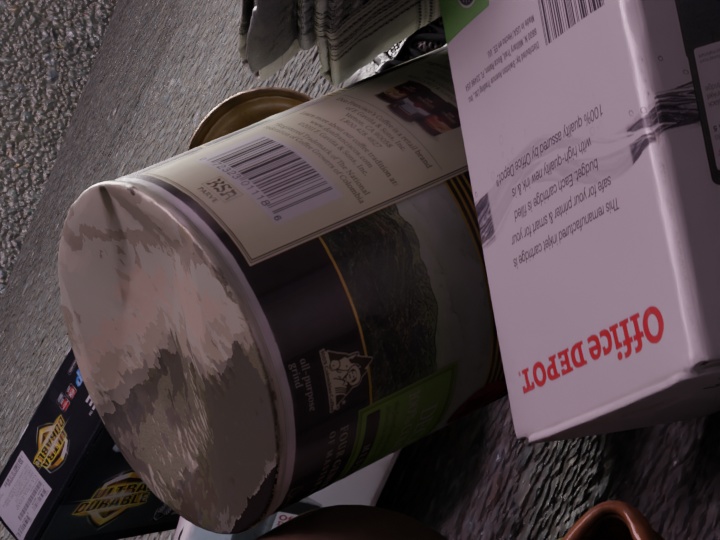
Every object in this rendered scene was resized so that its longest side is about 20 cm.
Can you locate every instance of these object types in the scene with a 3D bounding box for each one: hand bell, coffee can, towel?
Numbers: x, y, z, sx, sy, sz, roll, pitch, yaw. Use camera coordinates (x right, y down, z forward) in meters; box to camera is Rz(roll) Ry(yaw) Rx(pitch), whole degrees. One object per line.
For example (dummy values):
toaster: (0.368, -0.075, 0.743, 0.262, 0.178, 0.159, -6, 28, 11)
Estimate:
hand bell: (-0.016, -0.050, 1.441, 0.104, 0.104, 0.200, -61, -16, 12)
coffee can: (0.000, 0.000, 1.022, 0.200, 0.147, 0.146, -24, -10, -32)
towel: (0.041, -0.146, 0.975, 0.200, 0.035, 0.193, -30, -12, -11)

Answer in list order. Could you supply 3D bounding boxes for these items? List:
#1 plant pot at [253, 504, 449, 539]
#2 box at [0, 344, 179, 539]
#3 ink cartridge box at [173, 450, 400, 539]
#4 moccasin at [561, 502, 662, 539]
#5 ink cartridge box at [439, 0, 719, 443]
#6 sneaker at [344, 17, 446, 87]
plant pot: (-0.018, 0.178, 0.952, 0.200, 0.200, 0.175, -56, -3, 32)
box: (-0.092, 0.073, 1.391, 0.046, 0.200, 0.159, 46, 118, 28)
ink cartridge box: (-0.034, 0.084, 1.258, 0.147, 0.083, 0.200, -78, 7, -46)
moccasin: (0.062, 0.168, 0.792, 0.202, 0.073, 0.078, -64, -30, -28)
ink cartridge box: (0.101, -0.051, 0.889, 0.145, 0.084, 0.201, 147, 115, -66)
sneaker: (0.044, -0.106, 1.212, 0.114, 0.076, 0.200, -83, 20, -48)
